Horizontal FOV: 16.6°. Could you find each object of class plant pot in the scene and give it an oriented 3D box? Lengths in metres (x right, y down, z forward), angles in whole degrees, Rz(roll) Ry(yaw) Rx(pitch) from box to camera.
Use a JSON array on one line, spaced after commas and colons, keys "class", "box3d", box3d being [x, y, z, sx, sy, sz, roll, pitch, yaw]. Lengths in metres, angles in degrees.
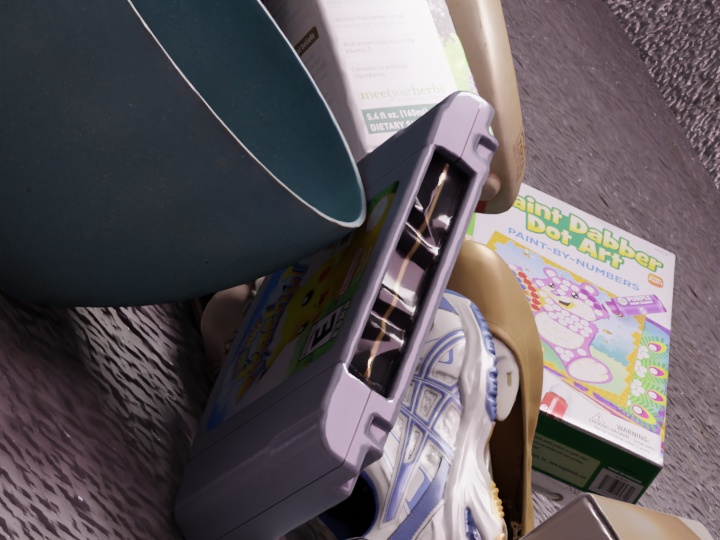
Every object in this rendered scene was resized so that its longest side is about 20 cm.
[{"class": "plant pot", "box3d": [-0.110, -0.062, 1.022, 0.200, 0.135, 0.200, 51, 13, -17]}]

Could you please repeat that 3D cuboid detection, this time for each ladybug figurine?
[{"class": "ladybug figurine", "box3d": [0.043, -0.108, 1.335, 0.200, 0.072, 0.136, -99, 180, -49]}]

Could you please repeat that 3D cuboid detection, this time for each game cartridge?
[{"class": "game cartridge", "box3d": [-0.013, 0.024, 1.044, 0.040, 0.133, 0.200, 33, 52, -14]}]

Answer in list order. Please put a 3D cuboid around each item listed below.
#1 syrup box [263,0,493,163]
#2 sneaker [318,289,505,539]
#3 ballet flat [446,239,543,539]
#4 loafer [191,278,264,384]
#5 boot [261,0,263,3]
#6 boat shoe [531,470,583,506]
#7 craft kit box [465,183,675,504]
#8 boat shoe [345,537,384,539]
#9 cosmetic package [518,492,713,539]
[{"class": "syrup box", "box3d": [-0.013, -0.133, 1.243, 0.079, 0.081, 0.201, -6, 69, -33]}, {"class": "sneaker", "box3d": [0.015, 0.079, 1.159, 0.088, 0.075, 0.200, 10, 43, -13]}, {"class": "ballet flat", "box3d": [0.064, 0.083, 1.271, 0.063, 0.068, 0.201, -82, 165, -64]}, {"class": "loafer", "box3d": [-0.057, 0.021, 1.177, 0.063, 0.072, 0.200, 23, 25, -27]}, {"class": "boot", "box3d": [-0.135, -0.143, 1.230, 0.076, 0.199, 0.169, -14, 104, -68]}, {"class": "boat shoe", "box3d": [0.060, 0.085, 1.414, 0.200, 0.069, 0.071, 29, 38, -17]}, {"class": "craft kit box", "box3d": [0.081, 0.022, 1.400, 0.200, 0.049, 0.198, 24, 34, -9]}, {"class": "boat shoe", "box3d": [-0.018, 0.143, 0.976, 0.068, 0.073, 0.199, 66, 20, -14]}, {"class": "cosmetic package", "box3d": [0.122, 0.174, 1.228, 0.071, 0.105, 0.200, 57, 15, 21]}]
